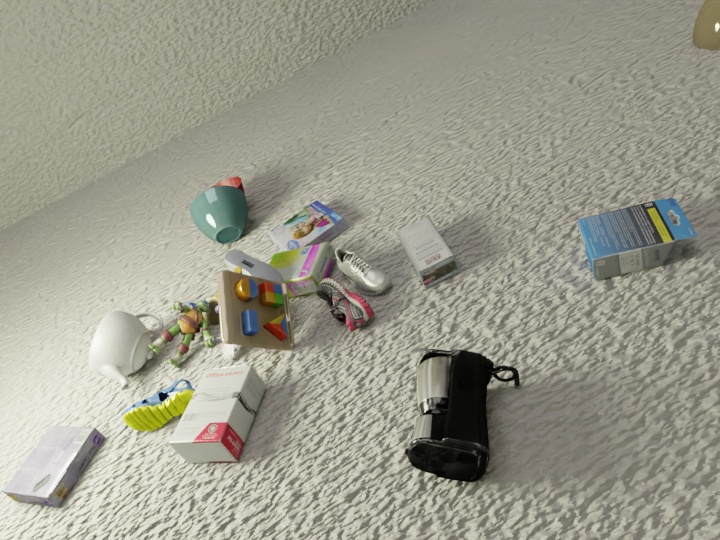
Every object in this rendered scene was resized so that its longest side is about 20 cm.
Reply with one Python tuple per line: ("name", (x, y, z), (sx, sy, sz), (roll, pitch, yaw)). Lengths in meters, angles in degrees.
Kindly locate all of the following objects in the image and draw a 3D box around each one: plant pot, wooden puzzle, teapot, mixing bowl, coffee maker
("plant pot", (1.085, -0.761, 1.650), (0.198, 0.135, 0.202), (-18, 36, 13))
("plant pot", (-0.472, -0.173, 1.941), (0.198, 0.201, 0.136), (-27, 62, 1))
("wooden puzzle", (-0.248, 0.095, 1.376), (0.046, 0.198, 0.188), (-31, 59, 39))
("teapot", (-0.656, 0.214, 1.593), (0.144, 0.197, 0.203), (14, 86, -3))
("mixing bowl", (-0.505, -0.248, 2.096), (0.198, 0.109, 0.201), (-19, 31, 12))
("coffee maker", (0.182, 0.249, 0.990), (0.189, 0.136, 0.201), (-12, 38, 21))

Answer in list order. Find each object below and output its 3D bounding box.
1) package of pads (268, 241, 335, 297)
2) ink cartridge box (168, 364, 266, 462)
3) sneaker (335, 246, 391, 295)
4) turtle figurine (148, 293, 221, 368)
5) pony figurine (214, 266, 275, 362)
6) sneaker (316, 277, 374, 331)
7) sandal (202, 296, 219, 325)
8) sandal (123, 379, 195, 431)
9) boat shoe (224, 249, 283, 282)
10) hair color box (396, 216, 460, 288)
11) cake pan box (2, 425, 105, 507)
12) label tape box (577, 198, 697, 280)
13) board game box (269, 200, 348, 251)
("package of pads", (-0.181, 0.006, 1.597), (0.197, 0.069, 0.156), (-11, 38, 27))
("ink cartridge box", (-0.317, 0.323, 1.277), (0.143, 0.084, 0.201), (-10, 38, 24))
("sneaker", (0.000, 0.000, 1.474), (0.076, 0.081, 0.199), (-40, 38, -21))
("turtle figurine", (-0.468, 0.160, 1.529), (0.198, 0.144, 0.195), (20, 66, 39))
("pony figurine", (-0.300, 0.119, 1.462), (0.164, 0.201, 0.195), (-9, 54, 14))
("sneaker", (-0.054, 0.081, 1.408), (0.075, 0.081, 0.199), (-43, 38, -17))
("sandal", (-0.383, 0.091, 1.639), (0.211, 0.078, 0.069), (-36, -8, 21))
("sandal", (-0.490, 0.331, 1.400), (0.197, 0.080, 0.087), (-19, 31, -2))
("boat shoe", (-0.289, 0.012, 1.550), (0.199, 0.066, 0.074), (34, 57, 22))
("hair color box", (0.170, -0.049, 1.438), (0.098, 0.061, 0.201), (-26, 34, 3))
("cake pan box", (-0.765, 0.481, 1.412), (0.182, 0.053, 0.201), (-6, 41, 25))
("label tape box", (0.576, -0.069, 1.185), (0.197, 0.067, 0.144), (-13, 38, 16))
("board game box", (-0.167, -0.126, 1.778), (0.199, 0.041, 0.200), (-37, 36, -13))
